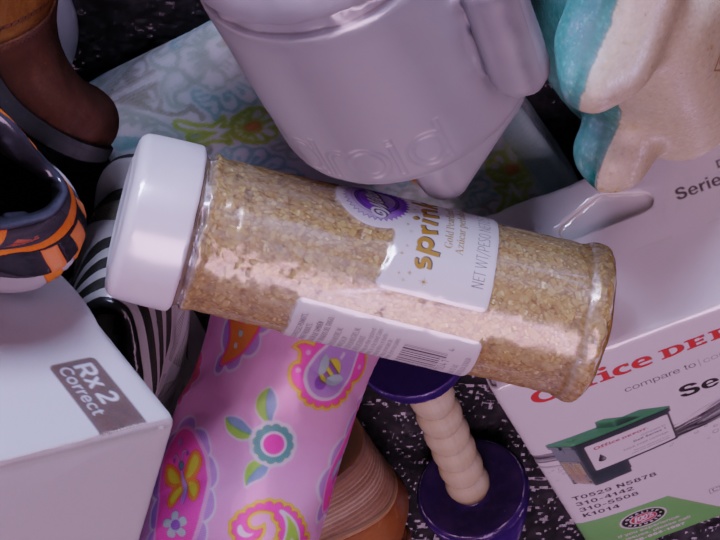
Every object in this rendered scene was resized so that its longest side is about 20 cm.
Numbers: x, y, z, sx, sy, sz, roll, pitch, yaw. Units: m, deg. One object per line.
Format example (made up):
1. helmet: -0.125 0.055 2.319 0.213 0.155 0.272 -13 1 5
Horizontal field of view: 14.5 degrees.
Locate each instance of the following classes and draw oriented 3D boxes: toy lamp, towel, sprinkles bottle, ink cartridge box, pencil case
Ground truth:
1. toy lamp: 0.044 0.081 1.326 0.058 0.058 0.200 -14 150 4
2. towel: -0.005 -0.044 1.257 0.171 0.048 0.200 -28 126 13
3. sprinkles bottle: 0.000 0.000 1.138 0.200 0.068 0.068 13 125 -8
4. ink cartridge box: 0.137 0.037 1.278 0.146 0.084 0.200 -22 149 9
5. pencil case: -0.042 0.076 1.217 0.087 0.087 0.200 16 93 -19

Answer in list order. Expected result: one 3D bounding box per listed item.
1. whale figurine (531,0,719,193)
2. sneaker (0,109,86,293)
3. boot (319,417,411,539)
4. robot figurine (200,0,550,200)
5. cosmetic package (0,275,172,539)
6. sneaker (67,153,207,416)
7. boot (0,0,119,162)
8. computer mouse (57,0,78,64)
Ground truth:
1. whale figurine: 0.108 -0.112 1.138 0.104 0.200 0.159 23 106 16
2. sneaker: -0.197 -0.059 1.072 0.200 0.078 0.112 18 167 0
3. boot: -0.068 0.149 1.370 0.200 0.077 0.155 -28 145 -6
4. robot figurine: -0.001 -0.112 1.095 0.169 0.113 0.200 15 152 34
5. cosmetic package: -0.202 0.098 1.144 0.165 0.165 0.200 -14 136 -36
6. sneaker: -0.115 0.049 1.247 0.076 0.115 0.201 18 144 6
7. boot: -0.116 -0.158 1.115 0.188 0.068 0.200 37 81 -43
8. computer mouse: -0.196 -0.055 1.174 0.200 0.044 0.110 -38 130 -12
